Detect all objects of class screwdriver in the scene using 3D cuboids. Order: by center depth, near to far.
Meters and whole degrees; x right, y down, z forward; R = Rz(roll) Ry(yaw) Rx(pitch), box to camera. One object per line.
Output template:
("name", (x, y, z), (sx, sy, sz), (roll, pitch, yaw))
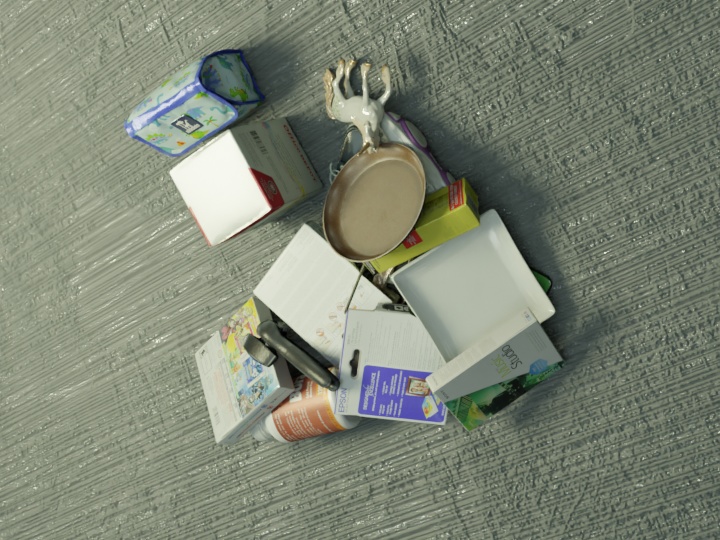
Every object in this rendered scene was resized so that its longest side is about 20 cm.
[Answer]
("screwdriver", (0.000, 0.000, 1.507), (0.029, 0.201, 0.028), (-18, 125, 41))

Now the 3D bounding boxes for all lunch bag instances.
("lunch bag", (-0.281, -0.282, 1.537), (0.169, 0.200, 0.129), (-27, 92, 24))

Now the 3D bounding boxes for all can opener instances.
("can opener", (-0.110, 0.146, 1.548), (0.199, 0.063, 0.079), (29, 96, 29))

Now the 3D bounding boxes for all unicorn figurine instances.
("unicorn figurine", (0.000, -0.265, 1.473), (0.073, 0.200, 0.139), (2, 104, -24))

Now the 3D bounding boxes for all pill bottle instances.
("pill bottle", (-0.104, 0.247, 1.646), (0.198, 0.112, 0.114), (-17, 97, 24))

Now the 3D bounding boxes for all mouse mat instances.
("mouse mat", (0.194, 0.041, 1.480), (0.198, 0.008, 0.162), (28, 95, -6))

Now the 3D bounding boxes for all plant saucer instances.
("plant saucer", (0.026, -0.104, 1.444), (0.198, 0.032, 0.203), (-17, 60, 32))

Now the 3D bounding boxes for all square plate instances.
("square plate", (0.180, 0.037, 1.461), (0.197, 0.028, 0.201), (-33, 98, 1))

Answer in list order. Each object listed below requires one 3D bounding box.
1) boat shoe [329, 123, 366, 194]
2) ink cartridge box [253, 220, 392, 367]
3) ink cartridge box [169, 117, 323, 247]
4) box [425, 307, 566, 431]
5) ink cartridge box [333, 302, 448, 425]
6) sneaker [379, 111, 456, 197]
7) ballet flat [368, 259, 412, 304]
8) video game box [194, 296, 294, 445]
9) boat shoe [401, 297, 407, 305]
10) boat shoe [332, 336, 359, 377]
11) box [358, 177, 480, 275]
("boat shoe", (-0.016, -0.145, 1.540), (0.074, 0.062, 0.203), (14, 108, 19))
("ink cartridge box", (-0.062, 0.040, 1.561), (0.200, 0.047, 0.161), (41, 108, 3))
("ink cartridge box", (-0.186, -0.152, 1.533), (0.144, 0.200, 0.147), (-29, 91, 28))
("box", (0.219, 0.162, 1.461), (0.199, 0.037, 0.144), (-35, 133, 8))
("ink cartridge box", (0.061, 0.155, 1.530), (0.197, 0.043, 0.201), (6, 110, -6))
("sneaker", (0.079, -0.164, 1.490), (0.099, 0.075, 0.201), (-35, 89, 24))
("ballet flat", (0.043, 0.021, 1.558), (0.067, 0.068, 0.202), (27, 113, 6))
("video game box", (-0.214, 0.182, 1.656), (0.182, 0.046, 0.202), (-44, 49, 27))
("boat shoe", (0.130, 0.000, 1.513), (0.072, 0.072, 0.200), (43, 115, 6))
("boat shoe", (-0.027, 0.124, 1.608), (0.200, 0.073, 0.075), (46, 112, 12))
("box", (0.092, -0.068, 1.450), (0.198, 0.076, 0.050), (-24, 126, 24))
